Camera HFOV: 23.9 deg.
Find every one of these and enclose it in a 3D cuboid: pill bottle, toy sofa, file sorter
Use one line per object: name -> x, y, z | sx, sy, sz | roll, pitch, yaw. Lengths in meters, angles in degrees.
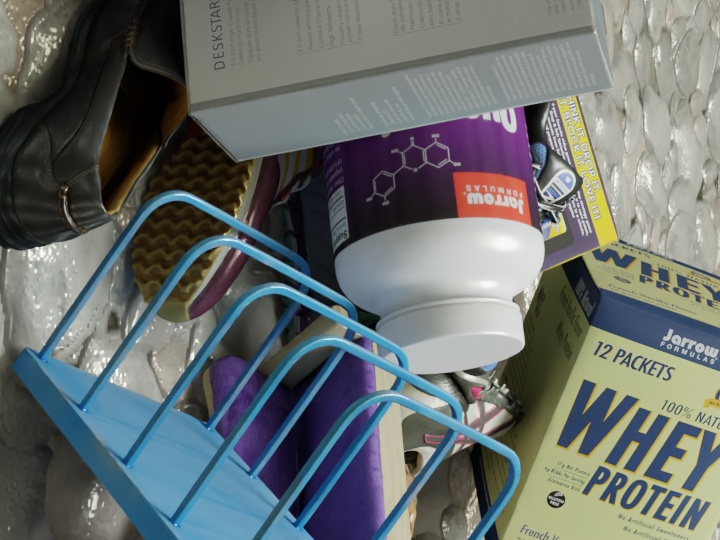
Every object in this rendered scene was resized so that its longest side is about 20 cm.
pill bottle -> 0.036, -0.052, 0.906 | 0.112, 0.112, 0.201 | 24, 55, -59
toy sofa -> -0.024, 0.120, 0.923 | 0.097, 0.083, 0.201 | 27, 41, -30
file sorter -> -0.042, 0.071, 0.807 | 0.139, 0.200, 0.123 | 29, 100, -46

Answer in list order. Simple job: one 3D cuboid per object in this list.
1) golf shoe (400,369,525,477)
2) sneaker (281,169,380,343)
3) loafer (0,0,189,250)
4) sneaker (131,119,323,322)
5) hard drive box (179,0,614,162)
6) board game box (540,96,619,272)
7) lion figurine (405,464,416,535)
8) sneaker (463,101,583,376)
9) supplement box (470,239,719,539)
golf shoe -> 0.047, 0.088, 1.098 | 0.088, 0.077, 0.200 | -52, 159, -1
sneaker -> 0.000, 0.000, 1.030 | 0.074, 0.087, 0.201 | -28, 117, -37
loafer -> -0.111, -0.086, 0.847 | 0.201, 0.072, 0.073 | -64, 143, -34
sneaker -> -0.059, -0.054, 0.943 | 0.090, 0.075, 0.201 | 42, 59, -49
hard drive box -> 0.013, -0.154, 0.839 | 0.077, 0.199, 0.157 | 46, 37, -69
board game box -> 0.073, -0.090, 1.100 | 0.165, 0.057, 0.201 | -20, 95, -43
lion figurine -> -0.028, 0.137, 1.030 | 0.200, 0.072, 0.123 | 44, 41, -47
sneaker -> 0.079, -0.038, 0.988 | 0.078, 0.089, 0.201 | 31, 62, -58
supplement box -> 0.178, 0.099, 1.189 | 0.200, 0.134, 0.201 | -93, -158, -74
